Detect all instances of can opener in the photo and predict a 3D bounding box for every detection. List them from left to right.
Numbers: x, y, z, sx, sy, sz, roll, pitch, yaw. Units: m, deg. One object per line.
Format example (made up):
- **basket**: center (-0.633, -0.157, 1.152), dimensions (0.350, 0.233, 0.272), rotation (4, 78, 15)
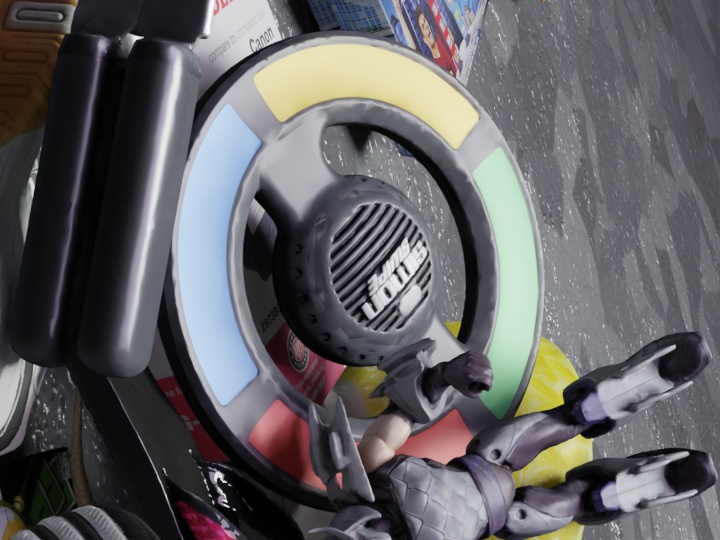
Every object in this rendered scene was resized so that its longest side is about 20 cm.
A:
- **can opener**: center (-0.077, -0.061, 0.693), dimensions (0.067, 0.053, 0.201), rotation (29, 69, -71)

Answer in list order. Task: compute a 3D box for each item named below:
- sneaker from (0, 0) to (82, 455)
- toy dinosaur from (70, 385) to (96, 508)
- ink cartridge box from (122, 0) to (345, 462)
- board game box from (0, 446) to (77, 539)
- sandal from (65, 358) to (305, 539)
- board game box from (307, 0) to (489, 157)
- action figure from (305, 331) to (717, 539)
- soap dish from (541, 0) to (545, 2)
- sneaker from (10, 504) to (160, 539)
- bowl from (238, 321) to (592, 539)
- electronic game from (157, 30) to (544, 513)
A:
- **sneaker**: center (-0.139, -0.026, 0.720), dimensions (0.088, 0.075, 0.201), rotation (57, 43, -65)
- **toy dinosaur**: center (-0.081, 0.143, 0.755), dimensions (0.101, 0.058, 0.200), rotation (-104, 166, -51)
- **ink cartridge box**: center (-0.076, -0.034, 0.864), dimensions (0.145, 0.084, 0.201), rotation (-55, 128, -62)
- **board game box**: center (-0.119, 0.172, 0.719), dimensions (0.105, 0.023, 0.201), rotation (-10, 86, -67)
- **sandal**: center (-0.048, 0.101, 0.724), dimensions (0.201, 0.045, 0.075), rotation (64, 6, -6)
- **board game box**: center (0.008, -0.201, 1.213), dimensions (0.201, 0.061, 0.200), rotation (63, 25, -28)
- **action figure**: center (0.058, 0.085, 0.776), dimensions (0.199, 0.069, 0.131), rotation (-18, 94, -36)
- **soap dish**: center (0.163, -0.331, 1.655), dimensions (0.200, 0.081, 0.158), rotation (-57, 129, -64)
- **sneaker**: center (-0.058, 0.179, 0.642), dimensions (0.200, 0.075, 0.116), rotation (50, -36, 41)
- **bowl**: center (0.008, 0.107, 0.906), dimensions (0.107, 0.200, 0.201), rotation (23, 49, -25)
- **electronic game**: center (0.000, 0.000, 0.803), dimensions (0.199, 0.042, 0.202), rotation (6, 81, -37)
